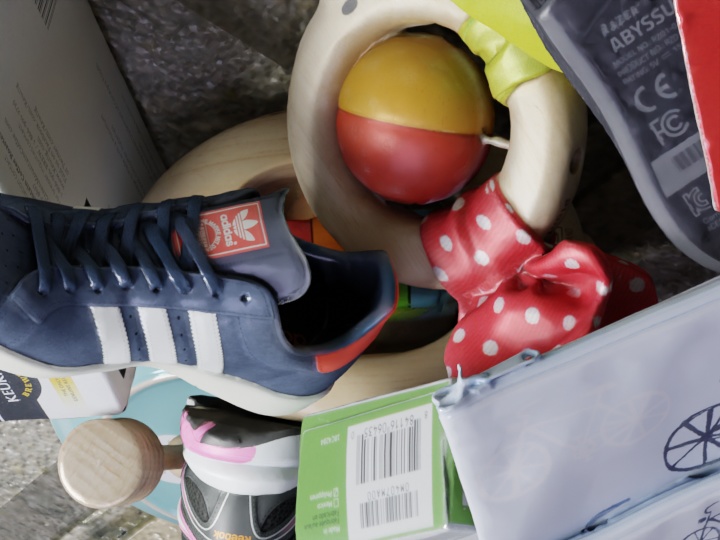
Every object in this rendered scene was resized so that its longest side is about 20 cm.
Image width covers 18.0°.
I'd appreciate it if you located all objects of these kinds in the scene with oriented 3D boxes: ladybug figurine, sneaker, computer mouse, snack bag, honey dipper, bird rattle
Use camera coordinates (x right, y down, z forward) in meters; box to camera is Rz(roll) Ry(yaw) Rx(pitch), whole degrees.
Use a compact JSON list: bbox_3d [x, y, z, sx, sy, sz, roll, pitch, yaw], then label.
[{"bbox_3d":[0.000,0.000,0.964,0.198,0.137,0.072,1,170,-1],"label":"ladybug figurine"},{"bbox_3d":[-0.051,0.103,1.017,0.080,0.087,0.200,8,180,9],"label":"sneaker"},{"bbox_3d":[0.114,-0.090,0.781,0.138,0.053,0.201,-28,109,6],"label":"computer mouse"},{"bbox_3d":[0.131,0.076,0.825,0.187,0.021,0.201,-22,133,-6],"label":"snack bag"},{"bbox_3d":[-0.071,-0.003,0.835,0.199,0.075,0.084,12,144,-40],"label":"sneaker"},{"bbox_3d":[-0.097,0.085,1.030,0.038,0.038,0.200,5,177,5],"label":"honey dipper"},{"bbox_3d":[0.045,-0.049,0.888,0.162,0.112,0.202,17,117,31],"label":"bird rattle"}]

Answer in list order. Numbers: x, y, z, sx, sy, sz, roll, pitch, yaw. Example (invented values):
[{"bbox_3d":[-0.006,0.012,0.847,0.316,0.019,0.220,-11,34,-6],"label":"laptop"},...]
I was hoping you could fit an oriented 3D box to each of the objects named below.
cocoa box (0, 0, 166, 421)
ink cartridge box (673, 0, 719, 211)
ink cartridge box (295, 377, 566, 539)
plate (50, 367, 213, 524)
[{"bbox_3d":[-0.176,-0.046,0.930,0.130,0.134,0.201,-5,138,16],"label":"cocoa box"},{"bbox_3d":[0.192,-0.124,0.729,0.199,0.045,0.177,-18,108,-5],"label":"ink cartridge box"},{"bbox_3d":[0.085,0.091,0.907,0.199,0.060,0.104,10,163,-32],"label":"ink cartridge box"},{"bbox_3d":[-0.064,0.085,1.144,0.198,0.026,0.201,5,140,4],"label":"plate"}]
